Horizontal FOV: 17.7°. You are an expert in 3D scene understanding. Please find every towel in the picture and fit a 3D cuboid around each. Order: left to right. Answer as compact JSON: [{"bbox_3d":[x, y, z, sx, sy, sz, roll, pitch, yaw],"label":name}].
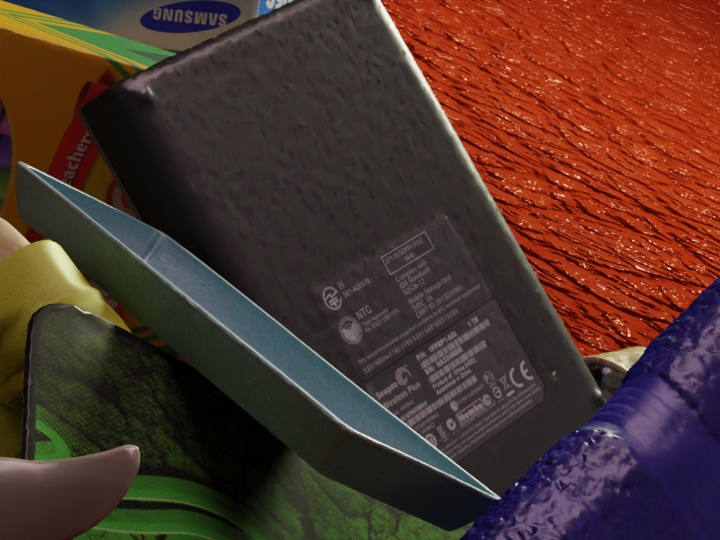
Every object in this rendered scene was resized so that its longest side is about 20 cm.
[{"bbox_3d":[0.096,0.105,0.665,0.200,0.049,0.148,-40,100,-36],"label":"towel"}]

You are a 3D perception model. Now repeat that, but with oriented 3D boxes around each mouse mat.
[{"bbox_3d":[-0.013,0.104,0.646,0.200,0.008,0.161,27,39,-31],"label":"mouse mat"}]

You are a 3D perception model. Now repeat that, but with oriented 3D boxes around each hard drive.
[{"bbox_3d":[0.000,0.000,0.845,0.139,0.033,0.200,-30,92,-42],"label":"hard drive"}]

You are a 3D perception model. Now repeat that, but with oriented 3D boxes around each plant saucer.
[{"bbox_3d":[-0.039,0.021,0.696,0.070,0.019,0.200,29,6,-42],"label":"plant saucer"}]

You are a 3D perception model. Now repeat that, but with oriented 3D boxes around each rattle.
[{"bbox_3d":[-0.126,0.067,0.752,0.130,0.143,0.200,38,-11,-13],"label":"rattle"}]

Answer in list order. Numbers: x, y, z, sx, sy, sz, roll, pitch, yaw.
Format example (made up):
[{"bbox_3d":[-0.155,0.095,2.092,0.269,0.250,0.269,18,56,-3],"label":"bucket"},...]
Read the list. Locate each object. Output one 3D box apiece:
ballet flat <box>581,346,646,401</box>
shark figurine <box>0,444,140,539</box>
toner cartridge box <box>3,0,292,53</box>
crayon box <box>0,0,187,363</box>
[{"bbox_3d":[0.134,0.089,0.983,0.065,0.071,0.200,3,16,-22],"label":"ballet flat"},{"bbox_3d":[-0.136,0.011,0.556,0.090,0.128,0.215,91,-22,-78],"label":"shark figurine"},{"bbox_3d":[-0.121,-0.123,1.066,0.199,0.043,0.095,8,2,21],"label":"toner cartridge box"},{"bbox_3d":[-0.133,-0.032,0.867,0.199,0.127,0.051,14,14,-26],"label":"crayon box"}]
